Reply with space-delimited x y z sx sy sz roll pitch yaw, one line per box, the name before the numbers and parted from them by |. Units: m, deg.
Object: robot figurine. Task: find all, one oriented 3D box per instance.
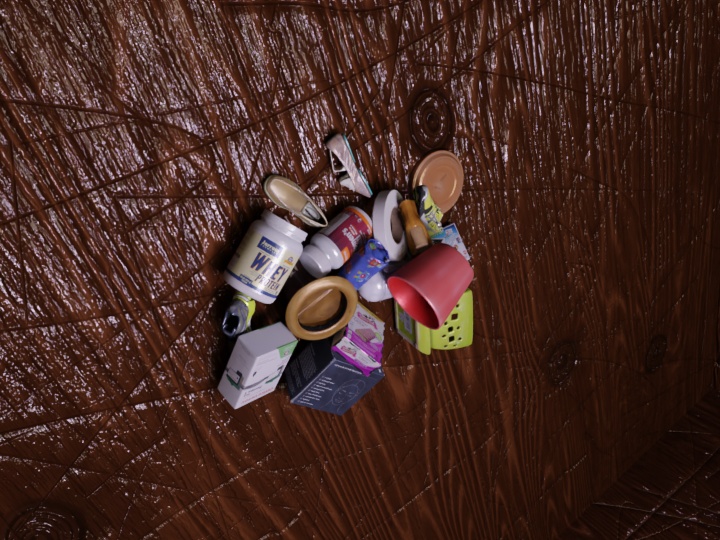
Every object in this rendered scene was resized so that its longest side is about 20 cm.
robot figurine | 0.071 0.025 1.691 0.199 0.113 0.170 -14 152 -28

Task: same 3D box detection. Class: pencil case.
pencil case | 0.000 0.000 1.554 0.087 0.078 0.200 17 135 -31

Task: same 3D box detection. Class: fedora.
fedora | -0.109 0.086 1.521 0.200 0.082 0.201 -12 122 -20

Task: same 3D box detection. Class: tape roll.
tape roll | 0.087 -0.125 1.622 0.203 0.037 0.204 -3 90 -67

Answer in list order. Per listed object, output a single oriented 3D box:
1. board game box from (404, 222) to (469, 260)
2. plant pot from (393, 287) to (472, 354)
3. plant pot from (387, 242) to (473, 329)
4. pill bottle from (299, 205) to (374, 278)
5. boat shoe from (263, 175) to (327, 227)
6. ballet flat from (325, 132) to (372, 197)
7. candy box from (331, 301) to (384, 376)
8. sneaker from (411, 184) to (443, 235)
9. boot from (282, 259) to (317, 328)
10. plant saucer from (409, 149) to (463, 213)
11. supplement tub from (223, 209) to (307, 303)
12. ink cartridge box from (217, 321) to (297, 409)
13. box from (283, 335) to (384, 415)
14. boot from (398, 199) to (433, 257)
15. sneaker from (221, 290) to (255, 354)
board game box | 0.232 -0.052 1.790 0.200 0.035 0.127 -25 93 -24
plant pot | 0.215 0.132 1.791 0.181 0.199 0.201 -16 118 -22
plant pot | 0.202 0.033 1.595 0.177 0.200 0.201 -43 127 -17
pill bottle | -0.063 -0.074 1.544 0.200 0.109 0.110 -44 128 -25
boat shoe | -0.156 -0.174 1.477 0.200 0.076 0.072 32 90 -39
ballet flat | -0.036 -0.268 1.540 0.067 0.068 0.200 -28 119 0
candy box | -0.002 0.180 1.625 0.136 0.200 0.061 39 115 -17
sneaker | 0.197 -0.179 1.695 0.076 0.076 0.200 -16 144 -2
boot | -0.187 0.060 1.573 0.200 0.072 0.166 -47 116 -8
plant saucer | 0.234 -0.260 1.743 0.200 0.032 0.201 -14 116 -31
supplement tub | -0.232 -0.035 1.438 0.145 0.145 0.200 29 91 -39
ink cartridge box | -0.267 0.245 1.504 0.146 0.084 0.200 -18 142 -49
box | -0.077 0.292 1.654 0.200 0.124 0.197 26 119 -39
boot | 0.157 -0.122 1.661 0.071 0.201 0.144 -18 78 4
sneaker | -0.319 0.148 1.470 0.081 0.074 0.201 -48 152 -52
